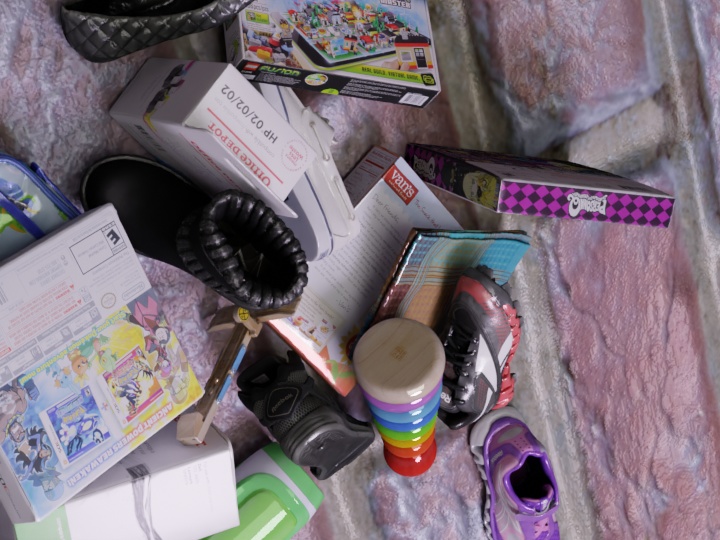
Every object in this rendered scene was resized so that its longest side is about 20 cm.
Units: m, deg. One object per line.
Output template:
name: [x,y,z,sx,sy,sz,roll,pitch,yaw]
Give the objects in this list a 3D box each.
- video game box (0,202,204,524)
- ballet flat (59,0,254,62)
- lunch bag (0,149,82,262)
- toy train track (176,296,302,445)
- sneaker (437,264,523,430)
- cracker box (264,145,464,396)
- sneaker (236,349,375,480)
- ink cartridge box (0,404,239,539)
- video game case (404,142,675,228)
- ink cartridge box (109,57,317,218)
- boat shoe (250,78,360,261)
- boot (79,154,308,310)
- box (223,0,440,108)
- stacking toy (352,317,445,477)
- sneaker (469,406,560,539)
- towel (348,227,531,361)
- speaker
video game box: [-0.237,0.070,1.171,0.200,0.047,0.184,-36,104,-44]
ballet flat: [-0.156,-0.232,1.231,0.198,0.067,0.057,-25,149,-2]
lunch bag: [-0.295,0.003,1.244,0.161,0.082,0.200,-48,121,-11]
toy train track: [-0.120,0.063,1.307,0.033,0.114,0.201,46,50,-31]
sneaker: [0.104,0.082,1.417,0.098,0.071,0.202,-35,146,-26]
cracker box: [0.000,0.000,1.407,0.200,0.058,0.134,-48,122,-6]
sneaker: [-0.051,0.135,1.397,0.076,0.115,0.199,-39,159,4]
ink cartridge box: [-0.223,0.192,1.298,0.198,0.146,0.085,-15,113,-22]
video game case: [0.168,-0.082,1.399,0.198,0.181,0.036,4,103,-29]
ink cartridge box: [-0.116,-0.114,1.227,0.115,0.199,0.068,44,76,-30]
boat shoe: [-0.056,-0.112,1.322,0.069,0.071,0.202,-25,92,-31]
boot: [-0.139,-0.038,1.215,0.209,0.158,0.080,28,84,-5]
box: [-0.027,-0.213,1.310,0.198,0.035,0.111,5,65,-29]
stacking toy: [0.044,0.131,1.391,0.085,0.085,0.201,-33,148,-15]
sneaker: [0.177,0.247,1.556,0.080,0.088,0.202,-26,116,-19]
towel: [0.081,0.025,1.417,0.199,0.022,0.148,0,121,-53]
speaker: [-0.130,0.259,1.402,0.200,0.088,0.089,-43,119,-10]
